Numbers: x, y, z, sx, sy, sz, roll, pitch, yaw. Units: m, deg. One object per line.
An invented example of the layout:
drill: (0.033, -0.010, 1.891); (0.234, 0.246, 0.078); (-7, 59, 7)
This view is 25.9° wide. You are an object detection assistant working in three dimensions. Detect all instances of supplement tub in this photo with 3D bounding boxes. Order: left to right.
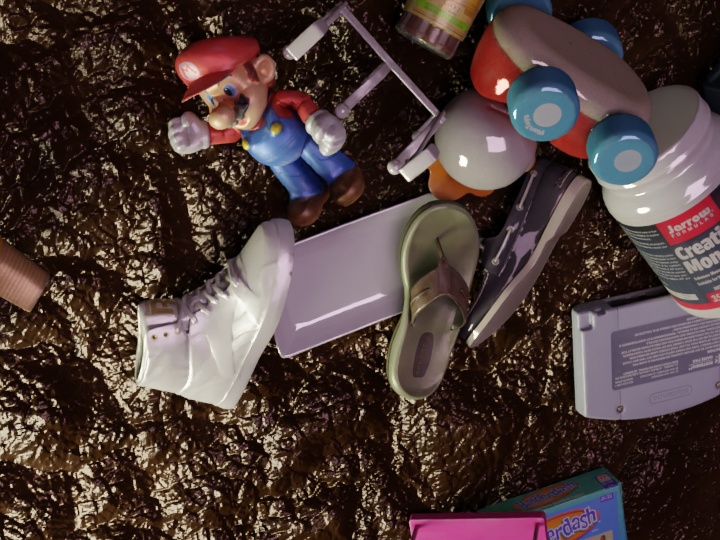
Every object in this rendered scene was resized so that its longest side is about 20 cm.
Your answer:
supplement tub: (0.322, -0.065, 1.516); (0.140, 0.140, 0.200); (-42, 117, -2)

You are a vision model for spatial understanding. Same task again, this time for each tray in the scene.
tray: (0.000, 0.000, 1.486); (0.199, 0.022, 0.108); (-21, 113, -12)

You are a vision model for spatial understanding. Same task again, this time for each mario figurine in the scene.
mario figurine: (-0.090, -0.116, 1.366); (0.123, 0.106, 0.200); (-43, 116, 1)

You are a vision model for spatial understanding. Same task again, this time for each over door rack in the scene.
over door rack: (0.000, -0.148, 1.322); (0.067, 0.200, 0.148); (-42, 97, 14)

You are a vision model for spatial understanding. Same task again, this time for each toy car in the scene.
toy car: (0.146, -0.130, 1.438); (0.176, 0.185, 0.200); (25, 125, -26)

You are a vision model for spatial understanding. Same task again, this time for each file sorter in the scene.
file sorter: (0.120, 0.361, 1.566); (0.138, 0.126, 0.201); (-3, 113, 14)

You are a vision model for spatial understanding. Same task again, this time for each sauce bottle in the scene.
sauce bottle: (0.101, -0.290, 1.401); (0.064, 0.065, 0.201); (23, 98, -25)

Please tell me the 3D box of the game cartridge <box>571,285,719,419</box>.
game cartridge: (0.312, 0.083, 1.622); (0.199, 0.042, 0.134); (-11, 116, -16)

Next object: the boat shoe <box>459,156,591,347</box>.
boat shoe: (0.147, -0.019, 1.526); (0.063, 0.073, 0.201); (36, 102, 16)

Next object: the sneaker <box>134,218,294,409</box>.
sneaker: (-0.138, 0.034, 1.404); (0.115, 0.074, 0.201); (13, 117, -23)

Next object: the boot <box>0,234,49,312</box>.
boot: (-0.375, 0.044, 1.345); (0.144, 0.071, 0.202); (30, 92, -20)

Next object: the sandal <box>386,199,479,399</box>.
sandal: (0.075, 0.032, 1.480); (0.079, 0.057, 0.202); (1, 108, -20)

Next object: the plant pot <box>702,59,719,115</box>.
plant pot: (0.451, -0.160, 1.510); (0.200, 0.196, 0.196); (37, 93, -18)

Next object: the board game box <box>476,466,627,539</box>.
board game box: (0.212, 0.325, 1.662); (0.151, 0.045, 0.201); (-16, 113, -14)
